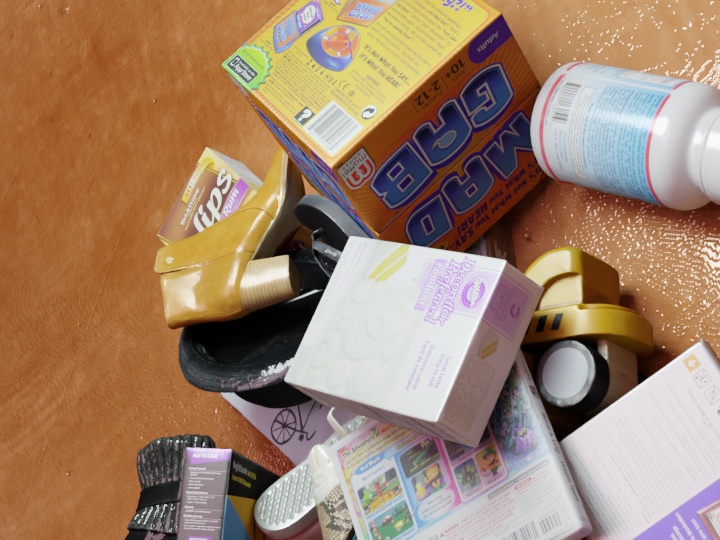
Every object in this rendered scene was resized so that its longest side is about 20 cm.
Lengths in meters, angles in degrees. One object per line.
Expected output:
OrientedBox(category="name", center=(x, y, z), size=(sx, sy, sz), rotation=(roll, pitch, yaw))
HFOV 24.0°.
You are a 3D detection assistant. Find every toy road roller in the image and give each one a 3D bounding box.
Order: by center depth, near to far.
OrientedBox(category="toy road roller", center=(0.157, 0.065, 1.463), size=(0.199, 0.123, 0.147), rotation=(-11, 68, 35))

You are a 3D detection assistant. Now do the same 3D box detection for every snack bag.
OrientedBox(category="snack bag", center=(-0.047, 0.091, 1.706), size=(0.200, 0.021, 0.189), rotation=(39, 102, 43))

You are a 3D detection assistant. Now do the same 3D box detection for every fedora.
OrientedBox(category="fedora", center=(-0.073, 0.070, 1.641), size=(0.199, 0.092, 0.202), rotation=(-16, 41, 14))

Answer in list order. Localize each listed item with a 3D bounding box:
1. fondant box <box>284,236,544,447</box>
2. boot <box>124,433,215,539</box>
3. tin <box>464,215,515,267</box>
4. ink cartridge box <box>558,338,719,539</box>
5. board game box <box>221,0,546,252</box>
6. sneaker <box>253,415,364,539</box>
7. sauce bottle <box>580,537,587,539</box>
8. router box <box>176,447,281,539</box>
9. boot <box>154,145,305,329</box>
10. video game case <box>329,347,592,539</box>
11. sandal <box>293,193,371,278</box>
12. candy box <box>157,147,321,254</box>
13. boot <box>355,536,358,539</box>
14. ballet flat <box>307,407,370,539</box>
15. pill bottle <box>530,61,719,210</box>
OrientedBox(category="fondant box", center=(0.042, 0.055, 1.418), size=(0.199, 0.058, 0.145), rotation=(10, 71, 48))
OrientedBox(category="boot", center=(-0.227, 0.268, 1.761), size=(0.210, 0.079, 0.159), rotation=(-21, 68, 23))
OrientedBox(category="tin", center=(0.095, 0.020, 1.595), size=(0.111, 0.042, 0.202), rotation=(-22, 61, 30))
OrientedBox(category="ink cartridge box", center=(0.248, 0.192, 1.343), size=(0.199, 0.043, 0.199), rotation=(-37, 70, 15))
OrientedBox(category="board game box", center=(0.036, -0.150, 1.556), size=(0.200, 0.200, 0.200), rotation=(-42, 48, -4))
OrientedBox(category="sneaker", center=(0.000, 0.208, 1.598), size=(0.199, 0.105, 0.075), rotation=(-34, 42, -8))
OrientedBox(category="sauce bottle", center=(0.145, 0.229, 1.458), size=(0.199, 0.064, 0.065), rotation=(6, 79, 47))
OrientedBox(category="router box", center=(-0.118, 0.257, 1.588), size=(0.051, 0.200, 0.151), rotation=(1, 74, 15))
OrientedBox(category="boot", center=(-0.129, -0.037, 1.652), size=(0.143, 0.071, 0.202), rotation=(-10, 50, 14))
OrientedBox(category="video game case", center=(0.077, 0.178, 1.392), size=(0.199, 0.024, 0.183), rotation=(-35, 57, 25))
OrientedBox(category="sandal", center=(0.000, 0.000, 1.559), size=(0.043, 0.076, 0.200), rotation=(-39, 62, -12))
OrientedBox(category="candy box", center=(-0.131, -0.036, 1.787), size=(0.117, 0.056, 0.200), rotation=(-60, 38, 9))
OrientedBox(category="boot", center=(0.041, 0.220, 1.447), size=(0.096, 0.075, 0.202), rotation=(18, 100, 12))
OrientedBox(category="ballet flat", center=(-0.004, 0.157, 1.519), size=(0.201, 0.075, 0.068), rotation=(-59, 11, -29))
OrientedBox(category="pill bottle", center=(0.252, -0.113, 1.452), size=(0.199, 0.108, 0.110), rotation=(18, 87, 44))
